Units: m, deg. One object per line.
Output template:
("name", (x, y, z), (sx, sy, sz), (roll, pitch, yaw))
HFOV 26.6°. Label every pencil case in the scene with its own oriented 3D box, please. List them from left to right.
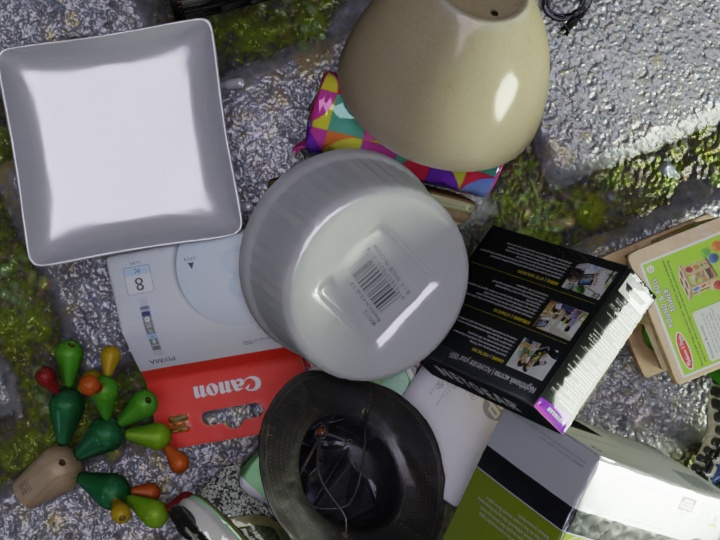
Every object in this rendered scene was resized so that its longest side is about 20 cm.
("pencil case", (0.041, -0.129, 1.450), (0.198, 0.088, 0.089), (14, 88, -3))

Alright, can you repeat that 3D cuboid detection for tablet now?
("tablet", (0.112, 0.119, 1.435), (0.130, 0.014, 0.201), (30, 79, 21))

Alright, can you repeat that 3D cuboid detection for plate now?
("plate", (-0.218, -0.116, 1.388), (0.198, 0.032, 0.202), (-9, 90, -2))

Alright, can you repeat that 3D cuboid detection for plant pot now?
("plant pot", (0.091, -0.210, 1.383), (0.198, 0.135, 0.202), (9, 51, -11))

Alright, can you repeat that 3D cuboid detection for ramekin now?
("ramekin", (0.000, 0.000, 1.358), (0.199, 0.098, 0.202), (-7, 110, -21))

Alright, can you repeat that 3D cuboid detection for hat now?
("hat", (-0.022, 0.190, 1.356), (0.199, 0.081, 0.202), (18, 57, -29))

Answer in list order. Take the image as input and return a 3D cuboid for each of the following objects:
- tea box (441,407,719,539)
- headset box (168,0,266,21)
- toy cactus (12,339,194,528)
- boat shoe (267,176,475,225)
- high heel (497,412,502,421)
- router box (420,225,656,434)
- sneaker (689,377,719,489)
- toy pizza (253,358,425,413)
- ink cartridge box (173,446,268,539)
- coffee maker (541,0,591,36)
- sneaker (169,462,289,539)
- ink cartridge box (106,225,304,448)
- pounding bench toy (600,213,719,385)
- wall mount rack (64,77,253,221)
("tea box", (0.197, 0.248, 1.374), (0.199, 0.133, 0.198), (20, 98, -37))
("headset box", (-0.112, -0.294, 1.383), (0.147, 0.200, 0.076), (-15, 90, -3))
("toy cactus", (-0.255, 0.170, 1.419), (0.165, 0.102, 0.201), (-35, 87, 12))
("boat shoe", (0.010, -0.054, 1.456), (0.198, 0.073, 0.063), (4, 96, 2))
("high heel", (0.192, 0.137, 1.460), (0.141, 0.071, 0.202), (-14, 81, 2))
("router box", (0.148, 0.047, 1.365), (0.051, 0.200, 0.150), (44, 78, -32))
("sneaker", (0.367, 0.160, 1.478), (0.078, 0.089, 0.201), (20, 70, 22))
("toy pizza", (-0.014, 0.078, 1.468), (0.198, 0.032, 0.202), (0, 89, -4))
("ink cartridge box", (-0.100, 0.278, 1.432), (0.145, 0.088, 0.200), (42, 84, -2))
("coffee maker", (0.166, -0.332, 1.403), (0.191, 0.200, 0.135), (34, 88, -3))
("sneaker", (-0.071, 0.248, 1.362), (0.200, 0.077, 0.089), (41, 68, -6))
("ink cartridge box", (-0.139, 0.066, 1.427), (0.159, 0.047, 0.202), (-10, 97, 7))
("pounding bench toy", (0.324, 0.058, 1.430), (0.123, 0.156, 0.201), (-22, 89, -4))
("wall mount rack", (-0.191, -0.110, 1.437), (0.172, 0.075, 0.202), (-4, 90, -5))
